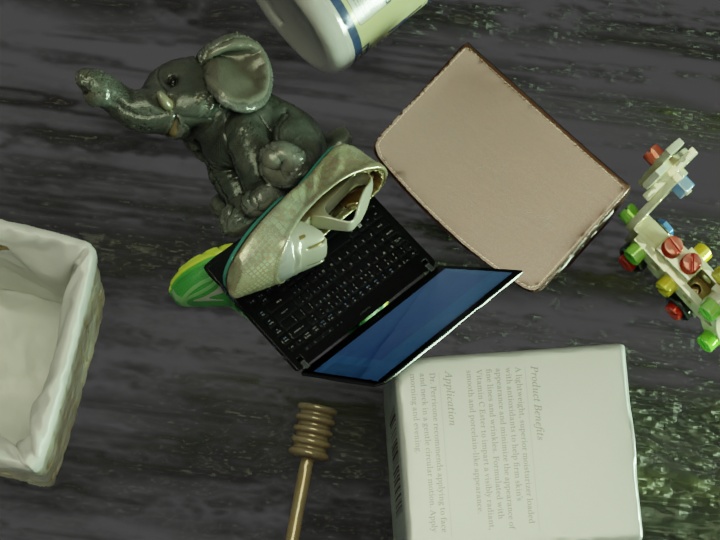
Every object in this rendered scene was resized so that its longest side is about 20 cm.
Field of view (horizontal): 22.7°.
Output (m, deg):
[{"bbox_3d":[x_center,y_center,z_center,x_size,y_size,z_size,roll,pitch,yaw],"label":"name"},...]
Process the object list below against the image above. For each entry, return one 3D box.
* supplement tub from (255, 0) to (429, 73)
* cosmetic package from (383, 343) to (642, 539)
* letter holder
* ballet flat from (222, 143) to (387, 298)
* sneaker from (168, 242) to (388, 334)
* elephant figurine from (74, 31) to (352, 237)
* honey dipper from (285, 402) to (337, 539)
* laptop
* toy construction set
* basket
[{"bbox_3d":[0.006,-0.295,1.651,0.200,0.145,0.145,-40,81,-11],"label":"supplement tub"},{"bbox_3d":[0.125,0.163,1.533,0.198,0.165,0.167,-3,77,-3],"label":"cosmetic package"},{"bbox_3d":[0.120,-0.078,1.628,0.200,0.101,0.142,42,80,7],"label":"letter holder"},{"bbox_3d":[-0.042,-0.042,1.530,0.062,0.068,0.200,23,51,20],"label":"ballet flat"},{"bbox_3d":[-0.073,0.026,1.600,0.198,0.074,0.084,4,63,-2],"label":"sneaker"},{"bbox_3d":[-0.130,-0.143,1.607,0.141,0.155,0.200,-41,90,11],"label":"elephant figurine"},{"bbox_3d":[-0.058,0.218,1.578,0.038,0.038,0.202,12,78,0],"label":"honey dipper"},{"bbox_3d":[0.000,0.000,1.534,0.177,0.103,0.200,-36,76,-29],"label":"laptop"},{"bbox_3d":[0.296,-0.014,1.603,0.092,0.131,0.201,-27,79,-9],"label":"toy construction set"},{"bbox_3d":[-0.334,0.065,1.529,0.196,0.161,0.202,13,76,0],"label":"basket"}]
